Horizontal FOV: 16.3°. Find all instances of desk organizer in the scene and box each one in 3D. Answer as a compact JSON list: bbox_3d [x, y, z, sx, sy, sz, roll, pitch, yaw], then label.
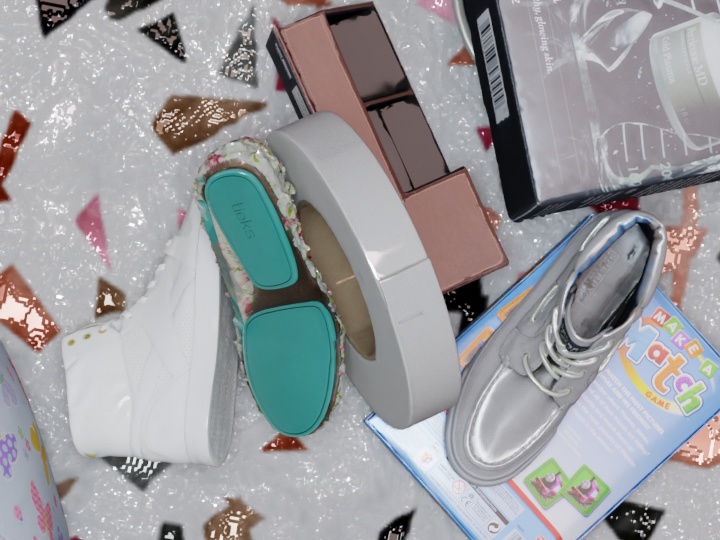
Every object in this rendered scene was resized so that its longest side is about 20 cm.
[{"bbox_3d":[0.016,-0.075,1.608,0.077,0.072,0.200,-24,89,-7],"label":"desk organizer"}]

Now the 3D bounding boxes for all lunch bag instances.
[{"bbox_3d":[-0.255,0.119,1.514,0.127,0.200,0.170,-21,89,-5],"label":"lunch bag"}]

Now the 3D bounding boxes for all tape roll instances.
[{"bbox_3d":[0.000,0.000,1.535,0.037,0.203,0.203,-24,88,-14],"label":"tape roll"}]

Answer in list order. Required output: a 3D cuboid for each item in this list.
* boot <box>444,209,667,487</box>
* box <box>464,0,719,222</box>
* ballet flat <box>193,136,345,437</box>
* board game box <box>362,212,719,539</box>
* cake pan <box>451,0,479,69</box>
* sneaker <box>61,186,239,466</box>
[{"bbox_3d":[0.120,0.045,1.557,0.074,0.096,0.200,31,85,-1],"label":"boot"},{"bbox_3d":[0.175,-0.148,1.560,0.196,0.124,0.200,-11,88,-6],"label":"box"},{"bbox_3d":[-0.049,0.005,1.548,0.076,0.064,0.200,-6,117,12],"label":"ballet flat"},{"bbox_3d":[0.125,0.086,1.622,0.200,0.037,0.151,-42,89,-4],"label":"board game box"},{"bbox_3d":[0.156,-0.186,1.639,0.200,0.037,0.201,0,87,-3],"label":"cake pan"},{"bbox_3d":[-0.133,0.024,1.590,0.115,0.074,0.200,0,66,17],"label":"sneaker"}]
